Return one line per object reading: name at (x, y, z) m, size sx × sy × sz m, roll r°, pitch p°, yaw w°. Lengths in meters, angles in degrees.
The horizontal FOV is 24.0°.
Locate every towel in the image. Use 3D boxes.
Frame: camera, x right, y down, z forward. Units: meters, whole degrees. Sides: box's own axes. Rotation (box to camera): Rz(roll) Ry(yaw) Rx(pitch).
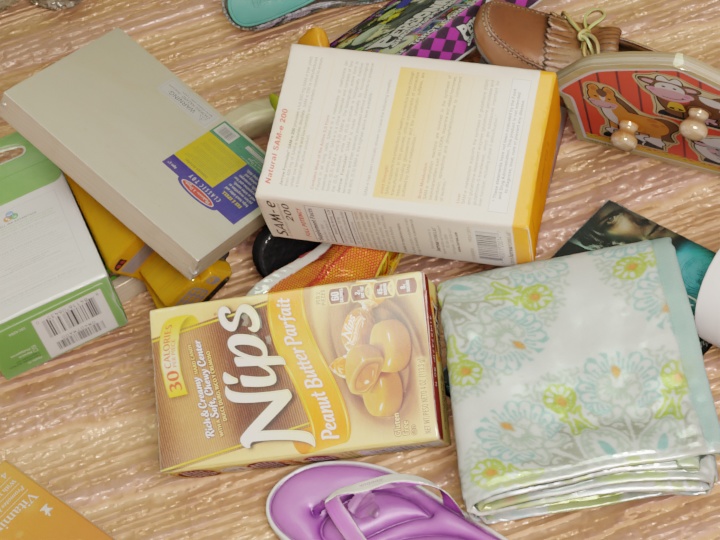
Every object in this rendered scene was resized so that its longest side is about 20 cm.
towel at (0.142, 0.070, 1.123) m, size 0.169 × 0.048 × 0.201 m, roll -9°, pitch 49°, yaw 5°

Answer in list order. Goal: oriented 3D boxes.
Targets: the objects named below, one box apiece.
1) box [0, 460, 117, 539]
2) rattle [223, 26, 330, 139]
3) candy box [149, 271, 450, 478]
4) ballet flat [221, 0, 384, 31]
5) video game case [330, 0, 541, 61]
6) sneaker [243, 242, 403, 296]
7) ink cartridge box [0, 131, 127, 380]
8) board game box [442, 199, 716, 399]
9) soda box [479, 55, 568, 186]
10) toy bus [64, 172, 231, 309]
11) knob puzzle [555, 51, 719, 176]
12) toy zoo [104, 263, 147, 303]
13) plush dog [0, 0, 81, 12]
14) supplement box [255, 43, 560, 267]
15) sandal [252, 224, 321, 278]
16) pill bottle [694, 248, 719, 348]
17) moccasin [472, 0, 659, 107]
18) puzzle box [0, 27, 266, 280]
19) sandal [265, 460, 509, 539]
box at (-0.193, 0.234, 1.079) m, size 0.199 × 0.098 × 0.124 m, roll 27°, pitch 61°, yaw 33°
rattle at (-0.115, -0.110, 1.343) m, size 0.198 × 0.143 × 0.131 m, roll 2°, pitch 68°, yaw 10°
candy box at (-0.042, 0.074, 1.173) m, size 0.198 × 0.055 × 0.117 m, roll -8°, pitch 77°, yaw 10°
ballet flat at (-0.028, -0.267, 1.507) m, size 0.198 × 0.072 × 0.072 m, roll -14°, pitch 46°, yaw 2°
video game case at (0.056, -0.201, 1.385) m, size 0.199 × 0.036 × 0.181 m, roll -37°, pitch 19°, yaw -16°
sneaker at (0.000, 0.000, 1.262) m, size 0.077 × 0.073 × 0.200 m, roll 38°, pitch 76°, yaw 28°
ink cartridge box at (-0.263, -0.019, 1.323) m, size 0.103 × 0.060 × 0.201 m, roll -25°, pitch 47°, yaw -7°
board game box at (0.167, 0.045, 1.191) m, size 0.135 × 0.028 × 0.200 m, roll 30°, pitch 63°, yaw 34°
soda box at (0.117, -0.105, 1.316) m, size 0.068 × 0.064 × 0.201 m, roll 3°, pitch 50°, yaw 19°
toy bus at (-0.174, -0.058, 1.312) m, size 0.065 × 0.078 × 0.201 m, roll -42°, pitch 59°, yaw 23°
knob puzzle at (0.224, -0.100, 1.186) m, size 0.218 × 0.220 × 0.031 m, roll 15°, pitch 78°, yaw 27°
toy zoo at (-0.271, -0.017, 1.379) m, size 0.130 × 0.021 × 0.200 m, roll -30°, pitch 48°, yaw -12°
plush dog at (-0.366, -0.317, 1.572) m, size 0.199 × 0.173 × 0.161 m, roll -28°, pitch 47°, yaw -8°
supplement box at (0.036, -0.082, 1.214) m, size 0.198 × 0.074 × 0.127 m, roll 8°, pitch 68°, yaw 13°
sandal at (-0.005, -0.064, 1.313) m, size 0.199 × 0.075 × 0.045 m, roll -34°, pitch 37°, yaw -12°
pill bottle at (0.321, 0.045, 1.089) m, size 0.199 × 0.113 × 0.112 m, roll 27°, pitch 60°, yaw 33°
moccasin at (0.180, -0.156, 1.273) m, size 0.200 × 0.078 × 0.074 m, roll 25°, pitch 53°, yaw -7°
puzzle box at (-0.157, -0.091, 1.274) m, size 0.200 × 0.026 × 0.133 m, roll 41°, pitch 45°, yaw 11°
sandal at (0.025, 0.165, 1.109) m, size 0.201 × 0.050 × 0.083 m, roll 16°, pitch 55°, yaw 28°
